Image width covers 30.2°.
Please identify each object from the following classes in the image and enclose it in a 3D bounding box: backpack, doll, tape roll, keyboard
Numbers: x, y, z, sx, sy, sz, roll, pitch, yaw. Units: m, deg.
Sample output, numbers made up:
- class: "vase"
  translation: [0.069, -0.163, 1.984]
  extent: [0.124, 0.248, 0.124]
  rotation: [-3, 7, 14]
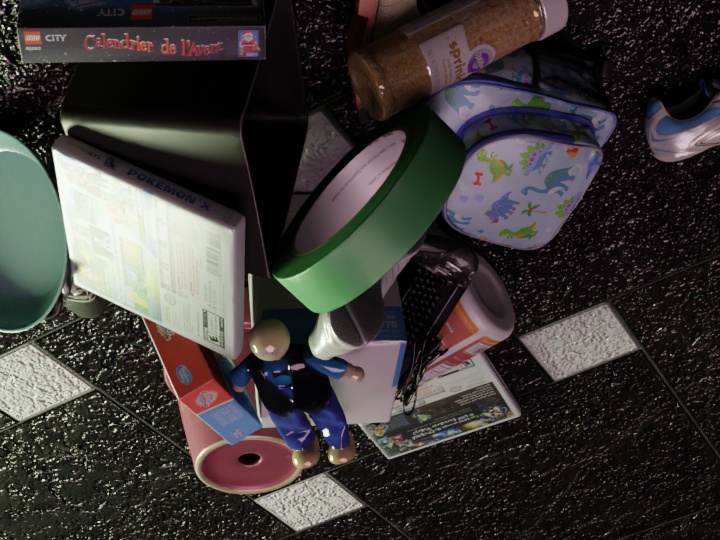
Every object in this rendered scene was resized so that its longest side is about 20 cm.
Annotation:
- class: "backpack"
  translation: [0.128, -0.126, 1.284]
  extent: [0.197, 0.148, 0.184]
  rotation: [13, 134, -17]
- class: "doll"
  translation: [-0.060, 0.115, 1.306]
  extent: [0.135, 0.049, 0.201]
  rotation: [-9, 135, 16]
- class: "tape roll"
  translation: [0.006, -0.055, 1.165]
  extent: [0.048, 0.201, 0.200]
  rotation: [42, 124, -17]
- class: "keyboard"
  translation: [0.046, 0.075, 1.467]
  extent: [0.039, 0.104, 0.201]
  rotation: [9, 116, -54]

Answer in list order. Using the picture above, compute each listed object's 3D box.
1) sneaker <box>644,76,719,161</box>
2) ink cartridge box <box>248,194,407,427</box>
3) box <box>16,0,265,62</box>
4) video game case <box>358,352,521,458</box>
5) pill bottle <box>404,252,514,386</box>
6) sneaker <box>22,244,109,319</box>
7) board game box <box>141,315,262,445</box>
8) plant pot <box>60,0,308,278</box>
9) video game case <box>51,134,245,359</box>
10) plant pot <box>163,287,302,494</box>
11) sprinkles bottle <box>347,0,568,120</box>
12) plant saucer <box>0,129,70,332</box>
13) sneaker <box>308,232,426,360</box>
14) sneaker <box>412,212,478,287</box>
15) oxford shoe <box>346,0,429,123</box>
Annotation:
- class: "sneaker"
  translation: [0.383, -0.166, 1.341]
  extent: [0.197, 0.072, 0.073]
  rotation: [-16, 115, 0]
- class: "ink cartridge box"
  translation: [-0.041, 0.040, 1.418]
  extent: [0.144, 0.202, 0.148]
  rotation: [-1, 141, -9]
- class: "box"
  translation: [-0.180, -0.233, 1.108]
  extent: [0.197, 0.138, 0.038]
  rotation: [-1, 142, -6]
- class: "video game case"
  translation: [0.090, 0.170, 1.744]
  extent: [0.198, 0.024, 0.182]
  rotation: [-20, 139, 14]
- class: "pill bottle"
  translation: [0.070, 0.069, 1.542]
  extent: [0.199, 0.113, 0.112]
  rotation: [-31, 136, 27]
- class: "sneaker"
  translation: [-0.321, 0.018, 1.415]
  extent: [0.074, 0.117, 0.201]
  rotation: [-11, 141, 6]
- class: "board game box"
  translation: [-0.178, 0.065, 1.362]
  extent: [0.040, 0.201, 0.153]
  rotation: [-29, 153, 1]
- class: "plant pot"
  translation: [-0.157, -0.136, 1.200]
  extent: [0.175, 0.201, 0.201]
  rotation: [5, 143, 8]
- class: "video game case"
  translation: [-0.185, -0.017, 1.193]
  extent: [0.180, 0.022, 0.201]
  rotation: [24, 145, 12]
- class: "plant pot"
  translation: [-0.133, 0.151, 1.559]
  extent: [0.197, 0.181, 0.201]
  rotation: [-4, 142, -3]
- class: "sprinkles bottle"
  translation: [0.087, -0.205, 1.182]
  extent: [0.198, 0.068, 0.069]
  rotation: [-29, 144, -14]
- class: "plant saucer"
  translation: [-0.347, -0.041, 1.313]
  extent: [0.200, 0.201, 0.036]
  rotation: [-39, 168, 34]
- class: "sneaker"
  translation: [0.000, 0.000, 1.272]
  extent: [0.070, 0.201, 0.080]
  rotation: [37, 143, -11]
- class: "sneaker"
  translation: [0.081, -0.039, 1.367]
  extent: [0.074, 0.200, 0.080]
  rotation: [33, 95, -15]
- class: "oxford shoe"
  translation: [0.027, -0.214, 1.220]
  extent: [0.073, 0.071, 0.201]
  rotation: [-4, 142, -8]
